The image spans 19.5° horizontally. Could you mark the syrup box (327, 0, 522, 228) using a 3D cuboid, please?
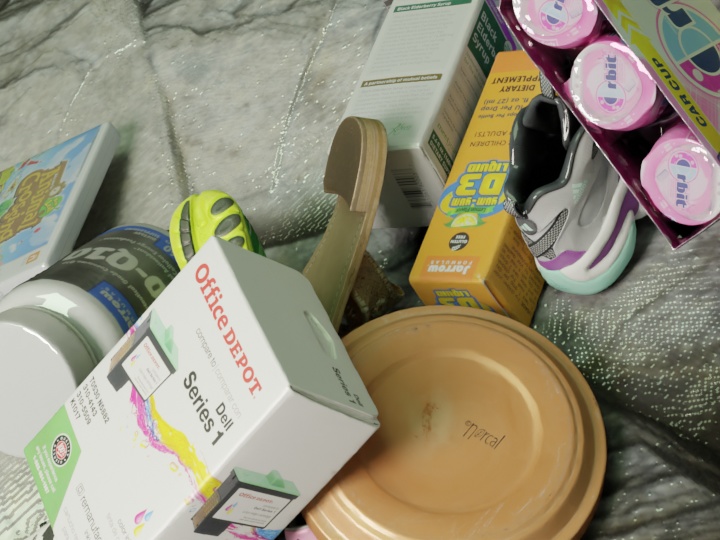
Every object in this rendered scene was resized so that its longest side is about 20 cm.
[{"bbox_3d":[0.054,-0.130,1.506,0.081,0.079,0.201,-3,47,31],"label":"syrup box"}]

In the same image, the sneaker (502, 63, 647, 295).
[{"bbox_3d":[0.157,-0.099,1.378,0.077,0.140,0.201,6,58,42],"label":"sneaker"}]

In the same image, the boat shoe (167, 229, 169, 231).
[{"bbox_3d":[-0.210,0.024,1.579,0.200,0.061,0.072,-31,43,8],"label":"boat shoe"}]

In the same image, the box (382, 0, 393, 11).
[{"bbox_3d":[0.073,-0.308,1.681,0.157,0.050,0.201,-26,44,14],"label":"box"}]

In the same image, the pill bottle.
[{"bbox_3d":[-0.188,0.048,1.440,0.113,0.115,0.200,-12,13,25],"label":"pill bottle"}]

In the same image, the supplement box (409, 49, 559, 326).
[{"bbox_3d":[0.103,-0.056,1.435,0.066,0.069,0.201,-1,57,36],"label":"supplement box"}]

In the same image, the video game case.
[{"bbox_3d":[-0.288,-0.026,1.655,0.181,0.022,0.201,-22,29,24],"label":"video game case"}]

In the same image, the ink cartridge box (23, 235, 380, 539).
[{"bbox_3d":[-0.101,0.102,1.285,0.200,0.084,0.145,-47,45,18],"label":"ink cartridge box"}]

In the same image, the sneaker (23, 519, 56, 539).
[{"bbox_3d":[-0.188,0.177,1.425,0.088,0.074,0.201,10,60,37],"label":"sneaker"}]

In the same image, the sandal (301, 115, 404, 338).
[{"bbox_3d":[0.002,0.002,1.431,0.078,0.069,0.214,45,124,59],"label":"sandal"}]

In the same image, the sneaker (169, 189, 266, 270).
[{"bbox_3d":[-0.078,0.044,1.446,0.073,0.084,0.202,-13,77,16],"label":"sneaker"}]

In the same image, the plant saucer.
[{"bbox_3d":[0.053,0.106,1.293,0.198,0.032,0.202,0,57,0],"label":"plant saucer"}]

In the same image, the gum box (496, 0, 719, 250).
[{"bbox_3d":[0.185,-0.126,1.323,0.066,0.201,0.113,-41,-8,40],"label":"gum box"}]

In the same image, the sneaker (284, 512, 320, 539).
[{"bbox_3d":[-0.004,0.111,1.352,0.070,0.082,0.201,-14,48,26],"label":"sneaker"}]
